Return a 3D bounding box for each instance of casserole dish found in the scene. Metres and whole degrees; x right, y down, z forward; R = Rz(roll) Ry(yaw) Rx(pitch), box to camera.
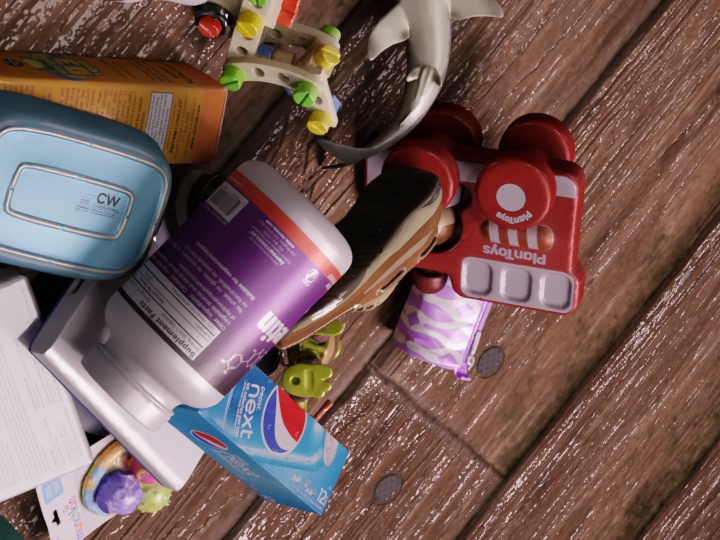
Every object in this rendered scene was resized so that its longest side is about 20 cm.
[{"bbox_3d":[-0.213,-0.053,1.103,0.200,0.039,0.121,15,100,-42],"label":"casserole dish"}]

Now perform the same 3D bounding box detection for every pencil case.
[{"bbox_3d":[0.100,0.001,1.450,0.084,0.085,0.200,3,112,-51],"label":"pencil case"}]

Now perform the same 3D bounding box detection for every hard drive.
[{"bbox_3d":[-0.169,0.068,1.239,0.132,0.025,0.200,-60,139,-25],"label":"hard drive"}]

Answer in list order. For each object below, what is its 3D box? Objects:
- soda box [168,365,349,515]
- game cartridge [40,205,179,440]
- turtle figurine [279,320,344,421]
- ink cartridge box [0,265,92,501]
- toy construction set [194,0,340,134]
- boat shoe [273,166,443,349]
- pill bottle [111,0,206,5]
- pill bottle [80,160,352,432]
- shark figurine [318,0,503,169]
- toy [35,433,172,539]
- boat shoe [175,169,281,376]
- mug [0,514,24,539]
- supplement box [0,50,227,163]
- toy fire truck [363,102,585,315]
[{"bbox_3d":[-0.091,0.128,1.276,0.200,0.068,0.064,47,60,-47],"label":"soda box"},{"bbox_3d":[-0.194,0.039,1.271,0.133,0.041,0.200,26,97,-41],"label":"game cartridge"},{"bbox_3d":[-0.036,0.057,1.359,0.161,0.064,0.200,40,75,-86],"label":"turtle figurine"},{"bbox_3d":[-0.322,0.106,1.171,0.200,0.057,0.163,-21,106,-15],"label":"ink cartridge box"},{"bbox_3d":[-0.051,-0.199,1.169,0.092,0.131,0.200,-68,-177,-45],"label":"toy construction set"},{"bbox_3d":[0.000,0.000,1.247,0.200,0.076,0.074,-41,137,-25],"label":"boat shoe"},{"bbox_3d":[-0.188,-0.247,1.057,0.200,0.113,0.113,7,110,-42],"label":"pill bottle"},{"bbox_3d":[-0.108,0.022,1.147,0.200,0.112,0.112,-46,134,-4],"label":"pill bottle"},{"bbox_3d":[0.041,-0.176,1.312,0.128,0.090,0.215,11,101,-7],"label":"shark figurine"},{"bbox_3d":[-0.176,0.168,1.323,0.200,0.047,0.115,-38,148,-29],"label":"toy"},{"bbox_3d":[-0.089,0.010,1.257,0.075,0.066,0.200,-46,133,-48],"label":"boat shoe"},{"bbox_3d":[-0.325,0.271,1.243,0.152,0.114,0.185,-39,133,-15],"label":"mug"},{"bbox_3d":[-0.202,-0.120,1.151,0.200,0.067,0.069,-4,117,-38],"label":"supplement box"},{"bbox_3d":[0.099,-0.047,1.358,0.112,0.200,0.168,-56,151,-58],"label":"toy fire truck"}]
